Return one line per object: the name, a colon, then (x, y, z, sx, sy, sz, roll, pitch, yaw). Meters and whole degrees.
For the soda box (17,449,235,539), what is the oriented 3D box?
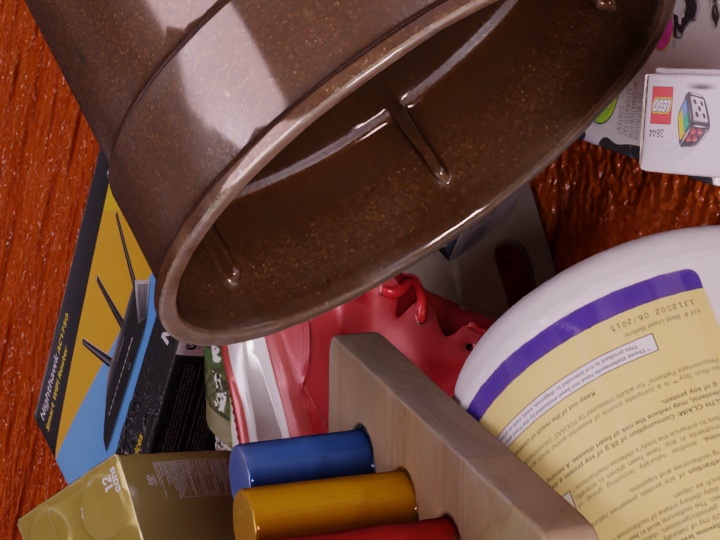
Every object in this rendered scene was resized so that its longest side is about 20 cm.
soda box: (-0.062, 0.172, 1.102, 0.068, 0.064, 0.201, -33, 67, 37)

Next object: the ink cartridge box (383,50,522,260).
ink cartridge box: (-0.011, -0.101, 1.096, 0.200, 0.039, 0.100, 51, 166, 11)

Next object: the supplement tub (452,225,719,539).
supplement tub: (0.121, 0.103, 0.928, 0.146, 0.144, 0.201, -57, 40, 44)

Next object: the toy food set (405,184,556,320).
toy food set: (0.021, 0.057, 1.227, 0.200, 0.060, 0.144, -44, 50, 42)

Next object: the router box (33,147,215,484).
router box: (-0.101, 0.030, 1.450, 0.149, 0.051, 0.201, 54, 134, 52)

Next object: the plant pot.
plant pot: (-0.033, -0.113, 0.961, 0.199, 0.200, 0.201, 54, 139, 16)

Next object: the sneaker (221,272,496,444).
sneaker: (0.000, 0.000, 1.114, 0.078, 0.115, 0.202, -112, 13, -75)

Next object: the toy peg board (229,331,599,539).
toy peg board: (-0.008, 0.147, 0.946, 0.199, 0.097, 0.202, -140, 48, -64)

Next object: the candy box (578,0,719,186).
candy box: (0.112, -0.128, 1.038, 0.200, 0.071, 0.169, 25, 111, 60)

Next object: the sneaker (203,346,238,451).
sneaker: (-0.045, 0.027, 1.218, 0.089, 0.076, 0.201, -40, 50, 55)

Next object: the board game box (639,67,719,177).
board game box: (0.187, -0.037, 0.834, 0.200, 0.125, 0.035, 9, 95, 62)
